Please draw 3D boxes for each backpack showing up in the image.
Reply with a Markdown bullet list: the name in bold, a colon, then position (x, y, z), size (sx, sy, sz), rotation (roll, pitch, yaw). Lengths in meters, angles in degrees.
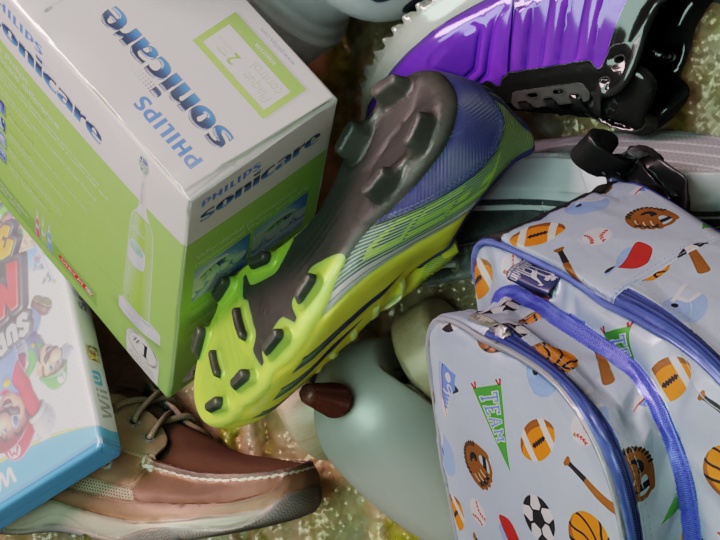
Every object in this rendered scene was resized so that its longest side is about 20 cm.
- **backpack**: position (0.124, 0.070, 1.134), size (0.190, 0.154, 0.201), rotation (19, 132, 47)

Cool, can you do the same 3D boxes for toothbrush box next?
- **toothbrush box**: position (-0.095, -0.056, 1.284), size (0.086, 0.200, 0.146), rotation (-36, 72, -20)

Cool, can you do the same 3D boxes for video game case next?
- **video game case**: position (-0.190, 0.032, 1.402), size (0.143, 0.018, 0.201), rotation (-32, 57, 27)

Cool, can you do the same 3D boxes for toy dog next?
- **toy dog**: position (0.028, 0.106, 1.289), size (0.200, 0.096, 0.132), rotation (45, 113, 18)

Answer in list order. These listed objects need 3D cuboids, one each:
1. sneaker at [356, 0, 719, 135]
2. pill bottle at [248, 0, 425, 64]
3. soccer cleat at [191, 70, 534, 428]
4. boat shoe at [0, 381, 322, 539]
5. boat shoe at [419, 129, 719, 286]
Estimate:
- **sneaker**: position (0.089, -0.094, 1.251), size (0.200, 0.069, 0.100), rotation (-37, 77, 27)
- **pill bottle**: position (0.018, -0.180, 1.256), size (0.200, 0.116, 0.116), rotation (-35, 78, 26)
- **soccer cleat**: position (0.000, 0.000, 1.239), size (0.200, 0.084, 0.065), rotation (-52, 42, 24)
- **boat shoe**: position (-0.112, 0.091, 1.377), size (0.199, 0.076, 0.072), rotation (0, 93, 27)
- **boat shoe**: position (0.094, -0.021, 1.265), size (0.199, 0.072, 0.071), rotation (0, 103, 39)
